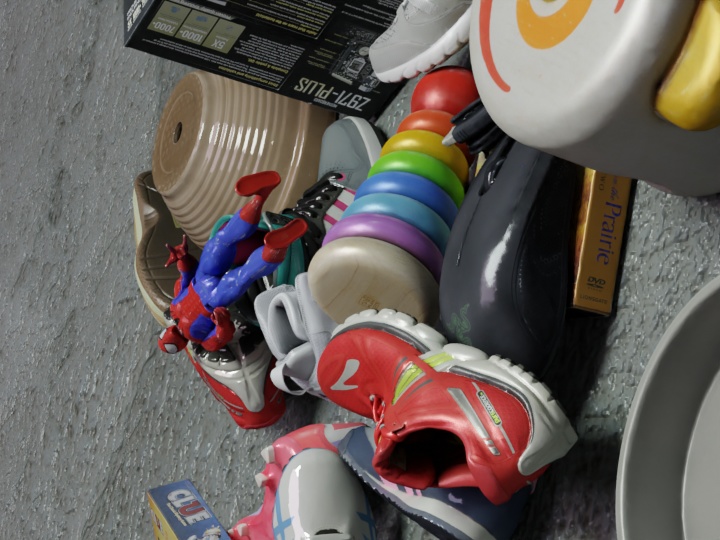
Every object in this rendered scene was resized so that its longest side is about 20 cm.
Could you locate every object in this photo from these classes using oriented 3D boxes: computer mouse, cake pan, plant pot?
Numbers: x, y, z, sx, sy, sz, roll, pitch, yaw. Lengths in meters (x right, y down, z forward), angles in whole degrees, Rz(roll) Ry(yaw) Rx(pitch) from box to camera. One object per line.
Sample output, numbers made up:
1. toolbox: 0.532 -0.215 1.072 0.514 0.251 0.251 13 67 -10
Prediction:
1. computer mouse: 0.079 -0.025 1.192 0.138 0.053 0.201 -23 58 58
2. cake pan: 0.194 0.094 0.982 0.200 0.037 0.201 -41 42 50
3. plant pot: -0.104 -0.099 1.630 0.201 0.092 0.201 -40 42 49

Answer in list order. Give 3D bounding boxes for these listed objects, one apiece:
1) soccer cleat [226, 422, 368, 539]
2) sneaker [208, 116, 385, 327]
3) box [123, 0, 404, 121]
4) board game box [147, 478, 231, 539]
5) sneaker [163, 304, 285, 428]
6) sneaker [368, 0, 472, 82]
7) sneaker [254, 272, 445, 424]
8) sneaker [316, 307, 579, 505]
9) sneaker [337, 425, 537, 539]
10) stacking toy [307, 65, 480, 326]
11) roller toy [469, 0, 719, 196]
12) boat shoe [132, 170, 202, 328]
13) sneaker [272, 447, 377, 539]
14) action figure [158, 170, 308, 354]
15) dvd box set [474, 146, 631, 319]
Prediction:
1. soccer cleat: -0.041 0.171 1.407 0.067 0.076 0.200 60 152 29
2. sneaker: -0.045 -0.031 1.438 0.084 0.120 0.201 -44 39 48
3. box: -0.044 -0.209 1.436 0.164 0.199 0.086 -50 35 43
4. board game box: -0.098 0.249 1.434 0.200 0.035 0.136 -137 37 -61
5. sneaker: -0.097 0.066 1.538 0.200 0.077 0.085 -118 8 -71
6. sneaker: 0.065 -0.197 1.320 0.200 0.082 0.075 -42 1 40
7. sneaker: 0.000 0.000 1.336 0.075 0.115 0.201 -24 55 58
8. sneaker: 0.029 0.080 1.156 0.085 0.077 0.200 -44 31 -23
9. sneaker: 0.052 0.116 1.248 0.082 0.070 0.200 -54 24 -6
10. stacking toy: 0.037 -0.055 1.294 0.085 0.085 0.200 -39 22 51
11. roller toy: 0.148 -0.137 1.067 0.182 0.139 0.201 -34 49 50
12. boat shoe: -0.160 -0.002 1.737 0.200 0.071 0.076 -101 20 -55
13. sneaker: -0.016 0.210 1.288 0.072 0.072 0.201 151 116 -72
14. action figure: -0.097 0.007 1.379 0.066 0.052 0.200 56 147 13
15. dvd box set: 0.116 -0.069 1.234 0.146 0.029 0.201 -5 73 63
